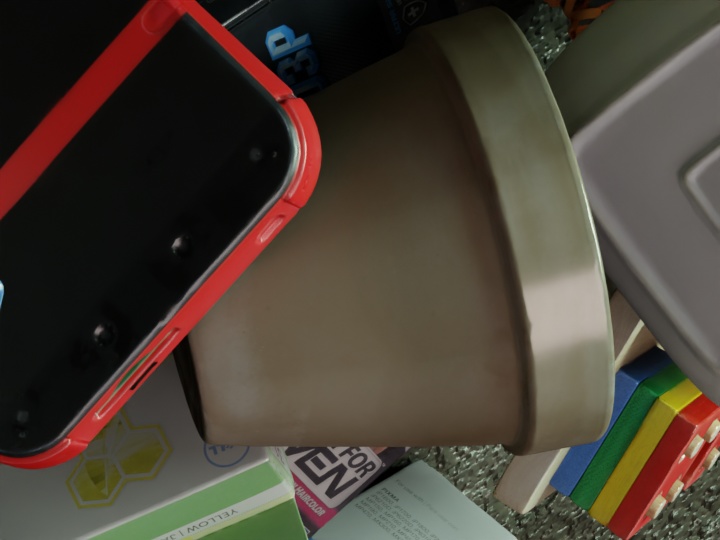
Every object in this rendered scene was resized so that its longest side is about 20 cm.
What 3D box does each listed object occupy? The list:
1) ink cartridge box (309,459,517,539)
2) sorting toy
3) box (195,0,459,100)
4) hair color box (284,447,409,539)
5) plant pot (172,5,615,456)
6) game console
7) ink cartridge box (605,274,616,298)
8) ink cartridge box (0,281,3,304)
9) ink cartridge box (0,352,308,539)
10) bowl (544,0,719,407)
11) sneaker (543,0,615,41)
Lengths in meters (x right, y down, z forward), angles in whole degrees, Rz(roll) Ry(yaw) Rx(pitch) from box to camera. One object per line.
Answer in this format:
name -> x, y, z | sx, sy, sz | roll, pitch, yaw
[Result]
ink cartridge box -> -0.018, 0.213, 1.580 | 0.200, 0.086, 0.148 | -26, 141, -35
sorting toy -> 0.170, 0.030, 1.428 | 0.199, 0.070, 0.200 | -60, 166, 18
box -> -0.025, -0.078, 1.351 | 0.159, 0.046, 0.200 | -34, 142, -11
hair color box -> 0.000, 0.046, 1.482 | 0.200, 0.061, 0.100 | -43, 143, -1
plant pot -> 0.000, 0.000, 1.280 | 0.173, 0.200, 0.200 | -14, 137, -7
game console -> -0.134, -0.037, 1.207 | 0.200, 0.177, 0.031 | -48, 171, 6
ink cartridge box -> 0.151, -0.041, 1.525 | 0.117, 0.067, 0.200 | -47, 143, 4
ink cartridge box -> -0.233, 0.011, 1.126 | 0.086, 0.200, 0.147 | -12, 133, -36
ink cartridge box -> -0.099, 0.122, 1.326 | 0.145, 0.200, 0.048 | -23, 143, 6
bowl -> 0.176, -0.045, 1.251 | 0.200, 0.200, 0.075 | -37, 176, 30
sneaker -> 0.107, -0.107, 1.383 | 0.112, 0.078, 0.200 | 24, 87, -9
